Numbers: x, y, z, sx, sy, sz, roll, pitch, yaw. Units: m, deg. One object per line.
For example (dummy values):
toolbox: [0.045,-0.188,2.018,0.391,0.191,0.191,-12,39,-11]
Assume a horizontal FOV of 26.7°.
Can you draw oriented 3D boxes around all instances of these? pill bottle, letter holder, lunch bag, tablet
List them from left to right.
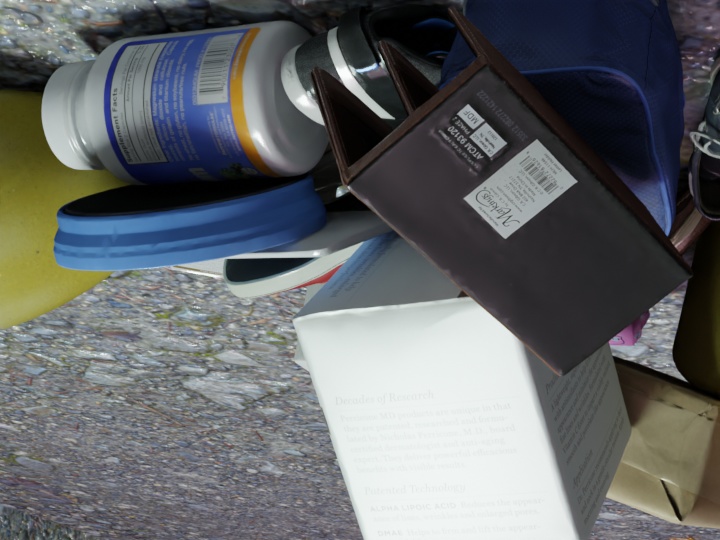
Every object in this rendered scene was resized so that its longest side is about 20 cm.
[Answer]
pill bottle: [-0.131,-0.119,1.115,0.200,0.112,0.112,-2,157,29]
tablet: [-0.071,-0.027,1.139,0.200,0.014,0.130,-1,-167,35]
letter holder: [0.078,-0.060,0.882,0.101,0.142,0.200,-40,124,15]
lunch bag: [0.138,-0.112,0.975,0.136,0.132,0.200,2,146,19]

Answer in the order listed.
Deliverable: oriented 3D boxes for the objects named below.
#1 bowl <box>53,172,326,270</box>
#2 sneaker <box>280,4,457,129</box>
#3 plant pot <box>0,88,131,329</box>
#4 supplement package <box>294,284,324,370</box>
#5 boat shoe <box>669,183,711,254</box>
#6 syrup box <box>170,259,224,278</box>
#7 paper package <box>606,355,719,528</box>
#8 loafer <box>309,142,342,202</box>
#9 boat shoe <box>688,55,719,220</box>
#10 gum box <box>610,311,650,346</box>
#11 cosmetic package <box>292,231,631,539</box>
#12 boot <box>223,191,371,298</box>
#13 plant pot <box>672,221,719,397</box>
bowl: [-0.126,-0.041,1.107,0.200,0.039,0.201,-8,-169,2]
sneaker: [0.050,-0.126,1.073,0.112,0.073,0.200,-25,152,36]
plant pot: [-0.247,-0.063,1.248,0.142,0.200,0.200,-12,158,1]
supplement package: [0.040,0.070,1.529,0.120,0.121,0.200,-2,157,28]
boat shoe: [0.215,-0.019,1.244,0.075,0.075,0.202,44,129,5]
syrup box: [-0.127,-0.064,1.311,0.081,0.079,0.200,9,160,1]
paper package: [0.236,0.136,1.246,0.191,0.104,0.200,21,-179,36]
loafer: [-0.032,-0.095,1.212,0.072,0.063,0.200,-7,166,-30]
boat shoe: [0.267,-0.096,1.063,0.075,0.062,0.200,12,159,0]
gum box: [0.166,0.013,1.395,0.200,0.066,0.114,5,158,13]
cosmetic package: [0.080,0.078,1.086,0.165,0.165,0.200,-8,110,26]
boot: [0.000,0.000,1.241,0.200,0.072,0.144,-20,141,22]
plant pot: [0.360,0.035,1.203,0.194,0.196,0.200,19,169,-23]
